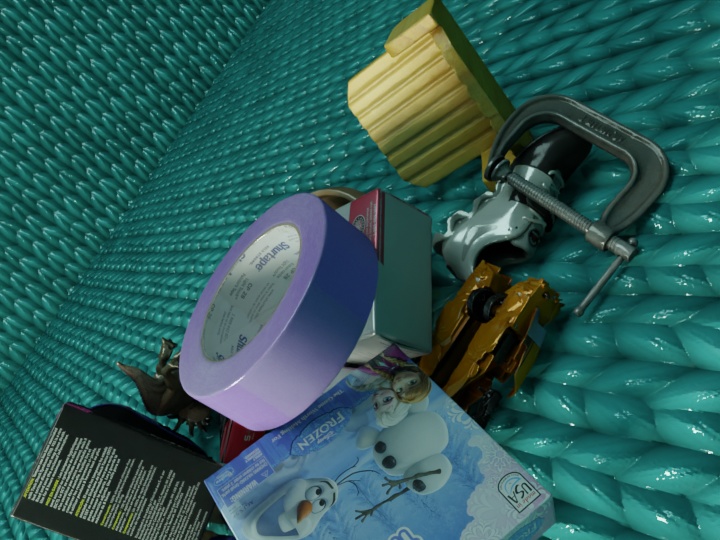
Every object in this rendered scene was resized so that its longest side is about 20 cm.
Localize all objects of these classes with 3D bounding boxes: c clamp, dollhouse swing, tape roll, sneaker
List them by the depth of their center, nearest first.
[{"bbox_3d":[-0.075,0.033,0.664,0.199,0.065,0.202,-36,34,28],"label":"tape roll"},{"bbox_3d":[0.192,-0.082,0.707,0.171,0.027,0.200,-42,57,-3],"label":"c clamp"},{"bbox_3d":[0.171,-0.058,0.770,0.200,0.074,0.089,-45,45,13],"label":"sneaker"},{"bbox_3d":[0.075,-0.174,0.873,0.174,0.201,0.183,-32,18,22],"label":"dollhouse swing"}]

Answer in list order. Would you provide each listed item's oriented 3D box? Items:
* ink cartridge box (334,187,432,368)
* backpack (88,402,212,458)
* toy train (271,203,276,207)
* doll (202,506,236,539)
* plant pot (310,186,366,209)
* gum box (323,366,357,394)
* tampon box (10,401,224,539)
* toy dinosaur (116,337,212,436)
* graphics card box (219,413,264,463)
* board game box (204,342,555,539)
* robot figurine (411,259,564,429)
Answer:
[{"bbox_3d":[-0.023,0.027,0.764,0.198,0.084,0.149,-20,59,43],"label":"ink cartridge box"},{"bbox_3d":[-0.330,0.276,1.009,0.134,0.199,0.185,-5,52,56],"label":"backpack"},{"bbox_3d":[-0.123,-0.032,1.135,0.114,0.085,0.200,-46,-2,-8],"label":"toy train"},{"bbox_3d":[-0.117,0.298,0.803,0.199,0.048,0.139,-13,52,56],"label":"doll"},{"bbox_3d":[0.000,0.000,0.891,0.092,0.205,0.199,-15,-6,-45],"label":"plant pot"},{"bbox_3d":[-0.023,0.203,0.686,0.202,0.065,0.115,-82,0,-46],"label":"gum box"},{"bbox_3d":[-0.276,0.248,0.872,0.128,0.197,0.150,-68,16,-16],"label":"tampon box"},{"bbox_3d":[-0.266,0.178,1.084,0.085,0.199,0.137,34,103,33],"label":"toy dinosaur"},{"bbox_3d":[-0.148,0.144,0.974,0.200,0.050,0.128,-125,48,-69],"label":"graphics card box"},{"bbox_3d":[0.008,0.175,0.575,0.198,0.044,0.199,-34,45,-16],"label":"board game box"},{"bbox_3d":[0.098,0.092,0.693,0.202,0.058,0.144,-57,28,-5],"label":"robot figurine"}]
